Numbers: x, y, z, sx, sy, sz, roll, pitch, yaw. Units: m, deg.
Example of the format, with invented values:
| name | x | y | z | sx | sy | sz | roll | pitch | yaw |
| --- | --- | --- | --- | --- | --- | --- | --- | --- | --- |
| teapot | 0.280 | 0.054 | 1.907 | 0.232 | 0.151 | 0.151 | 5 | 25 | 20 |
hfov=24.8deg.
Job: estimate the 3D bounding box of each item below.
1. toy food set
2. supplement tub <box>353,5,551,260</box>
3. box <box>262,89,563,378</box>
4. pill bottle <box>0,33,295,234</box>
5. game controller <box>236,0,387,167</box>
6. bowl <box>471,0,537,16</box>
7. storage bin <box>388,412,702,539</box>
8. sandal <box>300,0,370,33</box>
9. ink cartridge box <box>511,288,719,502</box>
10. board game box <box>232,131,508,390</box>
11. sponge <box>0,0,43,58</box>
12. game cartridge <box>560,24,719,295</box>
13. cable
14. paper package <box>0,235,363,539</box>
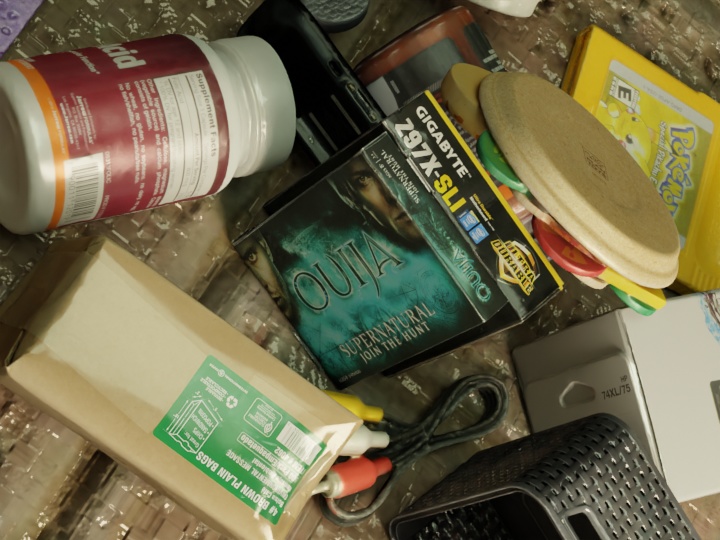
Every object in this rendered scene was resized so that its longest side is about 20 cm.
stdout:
| name | x | y | z | sx | sy | sz | roll | pitch | yaw |
| --- | --- | --- | --- | --- | --- | --- | --- | --- | --- |
| toy food set | 0.146 | -0.060 | 1.137 | 0.200 | 0.049 | 0.198 | 28 | 30 | -37 |
| supplement tub | 0.084 | -0.091 | 1.238 | 0.107 | 0.107 | 0.200 | -32 | 92 | -32 |
| box | 0.031 | -0.018 | 1.133 | 0.049 | 0.200 | 0.160 | -36 | 93 | -30 |
| pill bottle | -0.152 | -0.098 | 1.109 | 0.200 | 0.114 | 0.114 | -14 | 82 | -31 |
| game controller | -0.017 | -0.108 | 1.190 | 0.042 | 0.104 | 0.200 | -40 | 96 | -34 |
| bowl | 0.118 | -0.265 | 1.288 | 0.200 | 0.200 | 0.108 | 11 | 112 | -25 |
| storage bin | 0.126 | 0.191 | 1.119 | 0.094 | 0.200 | 0.135 | -33 | 92 | -31 |
| sandal | -0.041 | -0.275 | 1.266 | 0.076 | 0.043 | 0.201 | -6 | 77 | -8 |
| ink cartridge box | 0.248 | 0.098 | 1.246 | 0.200 | 0.147 | 0.146 | -9 | 80 | -29 |
| board game box | 0.000 | 0.000 | 1.109 | 0.028 | 0.200 | 0.135 | -39 | 94 | -33 |
| sponge | -0.279 | -0.194 | 1.119 | 0.111 | 0.030 | 0.200 | 37 | 62 | -14 |
| game cartridge | 0.245 | -0.085 | 1.369 | 0.200 | 0.032 | 0.177 | 28 | 64 | -18 |
| cable | 0.035 | 0.124 | 1.178 | 0.200 | 0.050 | 0.097 | -7 | 77 | -29 |
| paper package | -0.127 | 0.074 | 1.019 | 0.200 | 0.191 | 0.104 | 38 | 79 | -15 |
